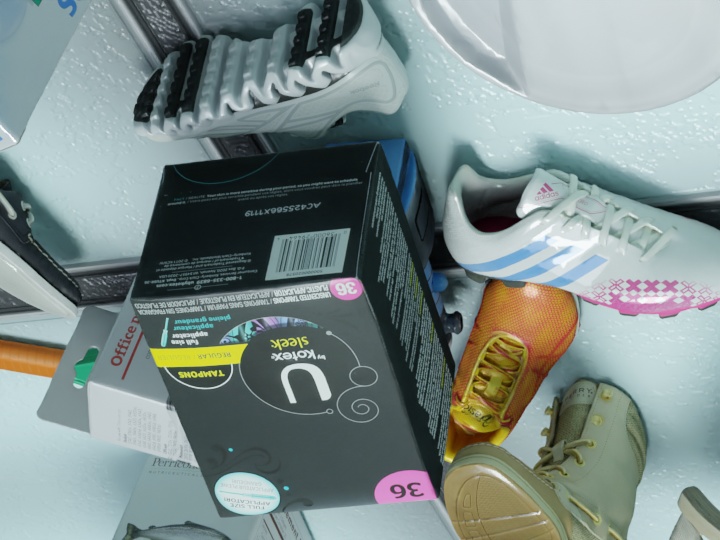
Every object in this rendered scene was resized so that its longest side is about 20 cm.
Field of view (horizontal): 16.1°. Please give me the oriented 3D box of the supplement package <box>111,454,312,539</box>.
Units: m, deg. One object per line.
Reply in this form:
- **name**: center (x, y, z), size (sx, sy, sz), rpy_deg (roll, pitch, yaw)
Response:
- **supplement package**: center (-0.129, 0.253, 1.956), size (0.116, 0.200, 0.118), rpy_deg (2, 138, 22)

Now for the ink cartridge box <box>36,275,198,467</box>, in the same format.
- **ink cartridge box**: center (-0.120, 0.071, 1.807), size (0.199, 0.116, 0.068), rpy_deg (14, 140, 7)

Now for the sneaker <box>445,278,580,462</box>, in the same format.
- **sneaker**: center (0.100, 0.068, 1.737), size (0.073, 0.077, 0.200), rpy_deg (20, 140, 4)

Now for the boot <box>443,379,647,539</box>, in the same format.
- **boot**: center (0.132, 0.135, 1.734), size (0.073, 0.156, 0.200), rpy_deg (-15, 136, 35)

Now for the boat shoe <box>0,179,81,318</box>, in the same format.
- **boat shoe**: center (-0.266, -0.041, 1.788), size (0.200, 0.060, 0.074), rpy_deg (39, 157, -20)

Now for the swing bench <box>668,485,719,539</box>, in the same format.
- **swing bench**: center (0.288, 0.184, 1.665), size (0.130, 0.200, 0.199), rpy_deg (38, 146, 19)

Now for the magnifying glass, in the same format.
- **magnifying glass**: center (-0.200, 0.075, 1.927), size (0.199, 0.022, 0.080), rpy_deg (7, 140, 14)

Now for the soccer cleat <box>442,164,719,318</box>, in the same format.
- **soccer cleat**: center (0.145, -0.023, 1.614), size (0.199, 0.070, 0.087), rpy_deg (6, 140, 18)

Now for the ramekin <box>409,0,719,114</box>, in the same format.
- **ramekin**: center (0.127, -0.189, 1.409), size (0.202, 0.094, 0.203), rpy_deg (12, 141, 10)

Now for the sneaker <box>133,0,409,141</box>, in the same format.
- **sneaker**: center (-0.059, -0.110, 1.609), size (0.199, 0.075, 0.081), rpy_deg (-12, 140, 35)

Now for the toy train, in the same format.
- **toy train**: center (0.000, 0.000, 1.698), size (0.114, 0.087, 0.200), rpy_deg (-2, 136, 18)

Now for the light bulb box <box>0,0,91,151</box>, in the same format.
- **light bulb box**: center (-0.269, -0.190, 1.503), size (0.125, 0.199, 0.200), rpy_deg (-17, 129, 40)

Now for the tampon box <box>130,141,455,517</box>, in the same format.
- **tampon box**: center (-0.038, 0.041, 1.598), size (0.149, 0.127, 0.200), rpy_deg (-6, 131, 15)
